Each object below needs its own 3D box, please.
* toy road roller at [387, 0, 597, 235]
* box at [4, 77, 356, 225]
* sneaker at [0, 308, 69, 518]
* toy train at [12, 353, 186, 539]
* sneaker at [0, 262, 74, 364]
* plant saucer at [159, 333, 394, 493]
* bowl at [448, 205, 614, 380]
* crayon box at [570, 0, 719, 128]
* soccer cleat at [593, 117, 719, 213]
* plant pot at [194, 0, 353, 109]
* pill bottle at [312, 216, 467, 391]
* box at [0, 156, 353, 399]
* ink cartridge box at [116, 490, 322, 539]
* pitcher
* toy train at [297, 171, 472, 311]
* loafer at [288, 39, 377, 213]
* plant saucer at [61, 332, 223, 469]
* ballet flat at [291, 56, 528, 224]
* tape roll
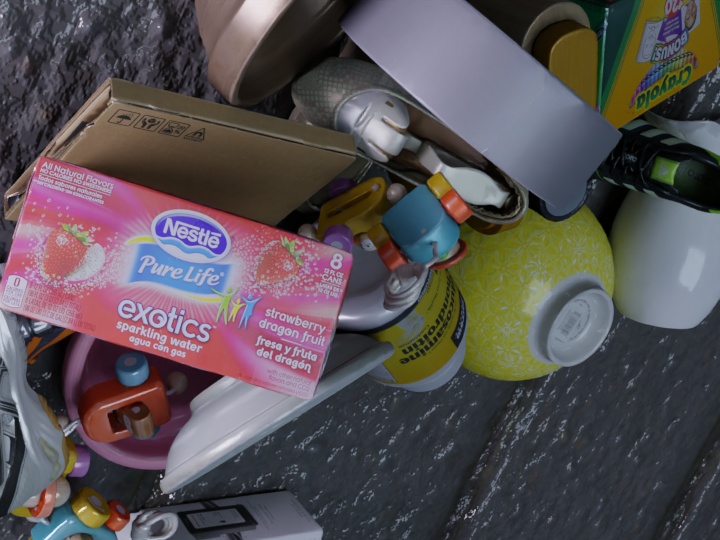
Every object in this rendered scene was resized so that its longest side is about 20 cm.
[{"bbox_3d":[0.100,-0.123,0.992,0.145,0.123,0.202,-19,127,-24],"label":"toy road roller"},{"bbox_3d":[-0.126,-0.065,0.867,0.199,0.021,0.163,8,150,-40],"label":"box"},{"bbox_3d":[-0.255,0.074,0.771,0.088,0.075,0.202,-41,122,-38],"label":"sneaker"},{"bbox_3d":[-0.191,0.164,0.924,0.149,0.056,0.202,-15,129,-19],"label":"toy train"},{"bbox_3d":[-0.270,0.069,0.878,0.198,0.078,0.113,-20,131,-13],"label":"sneaker"},{"bbox_3d":[-0.069,0.092,0.910,0.199,0.051,0.200,-31,175,-3],"label":"plant saucer"},{"bbox_3d":[0.171,0.029,1.148,0.199,0.108,0.202,-18,126,-26],"label":"bowl"},{"bbox_3d":[0.241,-0.206,1.060,0.199,0.058,0.120,-32,133,-36],"label":"crayon box"},{"bbox_3d":[0.249,-0.100,1.088,0.198,0.081,0.068,18,102,1],"label":"soccer cleat"},{"bbox_3d":[-0.046,-0.212,0.823,0.201,0.093,0.201,-44,178,-2],"label":"plant pot"},{"bbox_3d":[0.027,0.030,1.024,0.112,0.112,0.200,-45,150,-5],"label":"pill bottle"},{"bbox_3d":[-0.111,0.005,0.766,0.198,0.100,0.096,17,89,-5],"label":"box"},{"bbox_3d":[-0.143,0.270,1.089,0.198,0.068,0.117,-1,117,-36],"label":"ink cartridge box"},{"bbox_3d":[0.323,-0.053,1.215,0.171,0.121,0.202,-7,110,-48],"label":"pitcher"},{"bbox_3d":[0.000,0.000,0.882,0.056,0.199,0.151,47,57,-31],"label":"toy train"},{"bbox_3d":[0.005,-0.129,0.956,0.076,0.067,0.201,21,103,-42],"label":"loafer"},{"bbox_3d":[-0.141,0.062,0.969,0.199,0.051,0.202,-17,128,-23],"label":"plant saucer"},{"bbox_3d":[0.042,-0.095,0.902,0.199,0.062,0.068,25,110,-13],"label":"ballet flat"},{"bbox_3d":[0.081,-0.130,0.830,0.200,0.201,0.066,29,105,-43],"label":"tape roll"}]
